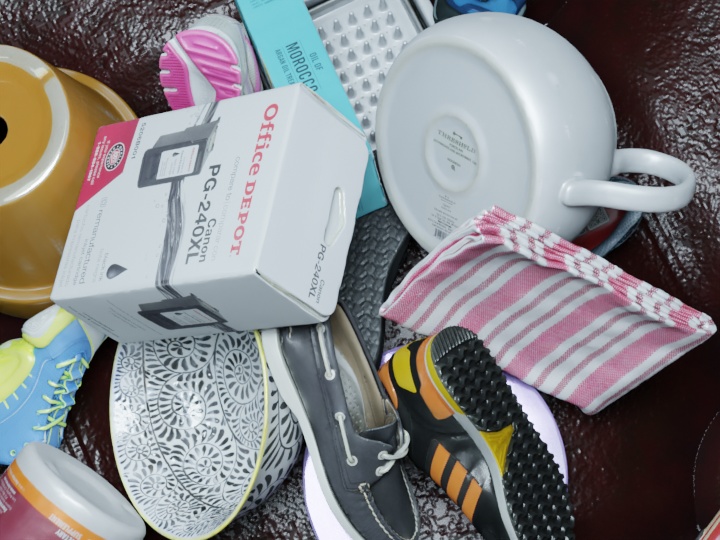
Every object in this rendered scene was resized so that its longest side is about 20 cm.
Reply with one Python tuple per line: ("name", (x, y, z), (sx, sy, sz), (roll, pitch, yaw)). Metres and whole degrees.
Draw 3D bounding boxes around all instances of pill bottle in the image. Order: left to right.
("pill bottle", (-0.260, 0.239, 1.096), (0.114, 0.114, 0.201), (36, 89, 11))

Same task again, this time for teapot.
("teapot", (0.118, -0.097, 1.078), (0.145, 0.197, 0.202), (-16, 78, -39))

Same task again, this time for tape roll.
("tape roll", (0.057, 0.159, 1.130), (0.197, 0.066, 0.203), (-1, 75, 3))

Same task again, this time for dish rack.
("dish rack", (0.002, -0.142, 1.221), (0.170, 0.044, 0.202), (-25, 76, -3))

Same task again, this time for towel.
("towel", (0.129, 0.037, 1.046), (0.198, 0.146, 0.030), (26, 52, -16))

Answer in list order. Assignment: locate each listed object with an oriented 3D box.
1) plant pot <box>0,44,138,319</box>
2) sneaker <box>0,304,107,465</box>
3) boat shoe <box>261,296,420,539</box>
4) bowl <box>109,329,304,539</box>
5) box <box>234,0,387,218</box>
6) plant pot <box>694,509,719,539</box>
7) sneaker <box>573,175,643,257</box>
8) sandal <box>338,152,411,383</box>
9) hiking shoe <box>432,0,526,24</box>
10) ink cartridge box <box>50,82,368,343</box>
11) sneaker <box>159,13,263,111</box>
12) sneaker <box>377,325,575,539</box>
("plant pot", (-0.264, -0.080, 1.147), (0.197, 0.183, 0.203), (-1, 76, 3))
("sneaker", (-0.242, 0.092, 1.155), (0.199, 0.076, 0.106), (-29, 87, 18))
("boat shoe", (0.000, 0.111, 1.046), (0.060, 0.074, 0.202), (-20, 97, 30))
("bowl", (-0.098, 0.099, 1.122), (0.199, 0.093, 0.204), (-5, 83, 47))
("box", (-0.042, -0.139, 1.140), (0.049, 0.083, 0.202), (-23, 62, -2))
("plant pot", (0.313, 0.238, 1.027), (0.182, 0.201, 0.201), (37, 80, 14))
("sneaker", (0.133, -0.019, 1.146), (0.199, 0.096, 0.080), (-34, 93, -6))
("sandal", (-0.001, 0.000, 1.137), (0.074, 0.048, 0.203), (11, 67, 11))
("hiking shoe", (0.122, -0.258, 1.191), (0.074, 0.087, 0.200), (31, 55, 13))
("ink cartridge box", (-0.105, -0.037, 1.034), (0.198, 0.083, 0.147), (-8, 60, 37))
("sneaker", (-0.112, -0.112, 1.166), (0.080, 0.202, 0.089), (16, 37, 6))
("sneaker", (0.081, 0.139, 1.073), (0.070, 0.090, 0.202), (-32, 98, -44))
